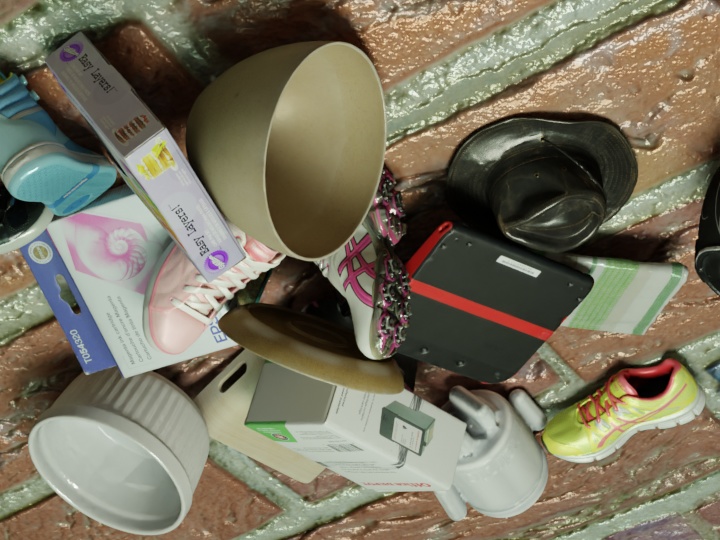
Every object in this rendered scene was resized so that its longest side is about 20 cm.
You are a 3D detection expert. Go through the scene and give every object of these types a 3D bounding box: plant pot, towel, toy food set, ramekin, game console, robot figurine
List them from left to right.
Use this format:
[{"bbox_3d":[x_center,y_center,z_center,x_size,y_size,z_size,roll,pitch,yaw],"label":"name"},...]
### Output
[{"bbox_3d":[-0.266,0.197,1.909,0.199,0.105,0.201,16,138,15],"label":"ramekin"},{"bbox_3d":[-0.084,-0.119,1.564,0.134,0.201,0.201,12,148,31],"label":"plant pot"},{"bbox_3d":[-0.080,0.159,1.967,0.199,0.061,0.143,31,117,-35],"label":"toy food set"},{"bbox_3d":[-0.046,0.073,1.684,0.199,0.200,0.028,16,99,-21],"label":"plant pot"},{"bbox_3d":[0.120,0.036,1.753,0.199,0.031,0.177,20,124,-29],"label":"game console"},{"bbox_3d":[0.153,0.220,2.000,0.170,0.113,0.200,-45,134,-6],"label":"robot figurine"},{"bbox_3d":[0.238,0.017,1.825,0.198,0.031,0.149,7,150,-9],"label":"towel"}]

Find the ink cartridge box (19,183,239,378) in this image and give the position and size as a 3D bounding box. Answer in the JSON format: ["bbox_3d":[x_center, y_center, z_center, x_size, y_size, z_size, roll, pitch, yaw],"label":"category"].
[{"bbox_3d":[-0.243,0.014,1.742,0.199,0.043,0.197,-18,115,14],"label":"ink cartridge box"}]

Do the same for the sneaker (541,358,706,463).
[{"bbox_3d":[0.300,0.155,1.973,0.199,0.078,0.090,-24,136,6],"label":"sneaker"}]

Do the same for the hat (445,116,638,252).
[{"bbox_3d":[0.187,-0.066,1.703,0.199,0.081,0.201,-2,140,-2],"label":"hat"}]

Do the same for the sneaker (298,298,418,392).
[{"bbox_3d":[-0.017,0.087,1.884,0.086,0.081,0.200,-9,145,42],"label":"sneaker"}]

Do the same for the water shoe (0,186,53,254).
[{"bbox_3d":[-0.407,-0.059,1.674,0.198,0.072,0.079,-8,137,4],"label":"water shoe"}]

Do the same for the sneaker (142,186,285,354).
[{"bbox_3d":[-0.139,-0.003,1.652,0.075,0.201,0.104,32,172,-37],"label":"sneaker"}]

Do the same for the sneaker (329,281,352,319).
[{"bbox_3d":[0.048,0.059,1.833,0.199,0.082,0.077,23,132,-27],"label":"sneaker"}]

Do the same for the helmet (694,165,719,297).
[{"bbox_3d":[0.439,-0.054,1.654,0.199,0.191,0.200,29,162,10],"label":"helmet"}]

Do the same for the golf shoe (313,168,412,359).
[{"bbox_3d":[0.000,0.000,1.678,0.092,0.201,0.073,-14,151,21],"label":"golf shoe"}]

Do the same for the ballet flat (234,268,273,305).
[{"bbox_3d":[-0.108,-0.023,1.747,0.070,0.071,0.200,14,136,-19],"label":"ballet flat"}]

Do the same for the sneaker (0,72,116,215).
[{"bbox_3d":[-0.309,-0.128,1.608,0.079,0.131,0.200,-37,169,3],"label":"sneaker"}]

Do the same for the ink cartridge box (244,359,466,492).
[{"bbox_3d":[-0.004,0.171,1.859,0.200,0.085,0.145,32,155,-35],"label":"ink cartridge box"}]

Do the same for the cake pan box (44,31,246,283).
[{"bbox_3d":[-0.200,-0.107,1.555,0.052,0.200,0.185,-35,138,-8],"label":"cake pan box"}]
